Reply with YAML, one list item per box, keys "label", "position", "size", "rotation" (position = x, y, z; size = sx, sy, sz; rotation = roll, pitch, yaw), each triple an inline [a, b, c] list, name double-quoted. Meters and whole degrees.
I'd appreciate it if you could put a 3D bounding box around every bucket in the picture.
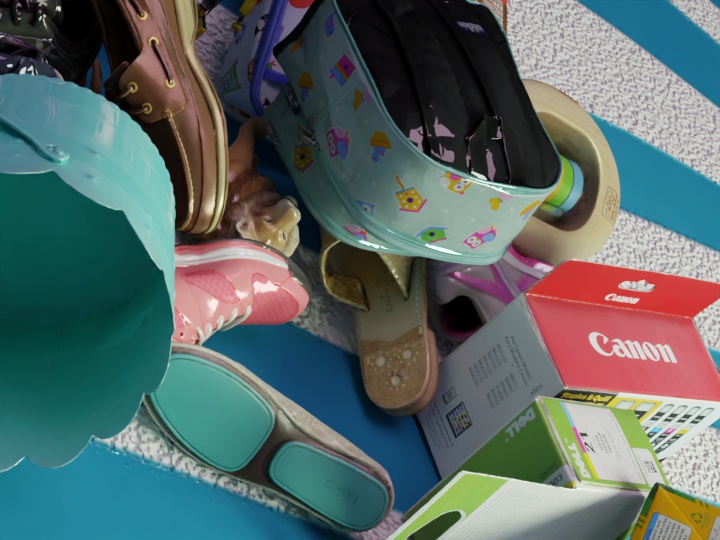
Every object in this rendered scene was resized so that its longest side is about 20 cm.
- label: "bucket"
  position: [-0.199, -0.004, 1.244]
  size: [0.207, 0.207, 0.135]
  rotation: [34, 26, -19]

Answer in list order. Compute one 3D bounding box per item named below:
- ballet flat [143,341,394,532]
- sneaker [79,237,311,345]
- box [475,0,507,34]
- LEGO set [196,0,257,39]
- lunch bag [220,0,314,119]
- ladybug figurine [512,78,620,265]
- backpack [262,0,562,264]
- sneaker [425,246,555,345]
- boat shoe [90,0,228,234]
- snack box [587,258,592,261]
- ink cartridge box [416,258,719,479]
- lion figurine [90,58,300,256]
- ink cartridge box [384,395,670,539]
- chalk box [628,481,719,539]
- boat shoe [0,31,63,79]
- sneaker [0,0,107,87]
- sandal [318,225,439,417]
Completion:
- label: "ballet flat"
  position: [-0.065, 0.106, 1.415]
  size: [0.200, 0.067, 0.062]
  rotation: [37, 7, -21]
- label: "sneaker"
  position: [-0.120, 0.027, 1.427]
  size: [0.200, 0.074, 0.087]
  rotation: [9, 59, -34]
- label: "box"
  position: [0.042, -0.254, 1.900]
  size: [0.200, 0.039, 0.137]
  rotation: [31, 38, -23]
- label: "LEGO set"
  position: [-0.142, -0.218, 1.534]
  size: [0.154, 0.200, 0.116]
  rotation: [54, 40, -14]
- label: "lunch bag"
  position: [-0.002, -0.157, 1.669]
  size: [0.200, 0.075, 0.161]
  rotation: [18, 88, -33]
- label: "ladybug figurine"
  position: [0.129, -0.074, 1.703]
  size: [0.200, 0.072, 0.136]
  rotation: [29, 70, -44]
- label: "backpack"
  position: [0.038, -0.093, 1.513]
  size: [0.175, 0.153, 0.200]
  rotation: [11, 35, -39]
- label: "sneaker"
  position: [0.097, 0.025, 1.655]
  size: [0.200, 0.081, 0.088]
  rotation: [37, 68, -37]
- label: "boat shoe"
  position: [-0.139, -0.118, 1.443]
  size: [0.067, 0.072, 0.201]
  rotation: [-8, 82, -34]
- label: "snack box"
  position: [0.150, -0.056, 1.834]
  size: [0.072, 0.024, 0.200]
  rotation: [21, 41, -36]
- label: "ink cartridge box"
  position: [0.168, 0.080, 1.580]
  size: [0.200, 0.176, 0.084]
  rotation: [7, 50, -44]
- label: "lion figurine"
  position: [-0.127, -0.076, 1.522]
  size: [0.200, 0.073, 0.123]
  rotation: [27, 45, -6]
- label: "ink cartridge box"
  position: [0.083, 0.151, 1.438]
  size: [0.200, 0.148, 0.076]
  rotation: [12, 45, -41]
- label: "chalk box"
  position: [0.208, 0.258, 1.443]
  size: [0.124, 0.200, 0.125]
  rotation: [23, 51, 7]
- label: "boat shoe"
  position: [-0.201, -0.089, 1.401]
  size: [0.200, 0.093, 0.075]
  rotation: [18, 16, -36]
- label: "sneaker"
  position: [-0.251, -0.169, 1.439]
  size: [0.200, 0.098, 0.071]
  rotation: [13, 49, -39]
- label: "sandal"
  position: [0.005, -0.002, 1.558]
  size: [0.070, 0.077, 0.212]
  rotation: [45, 27, -56]
